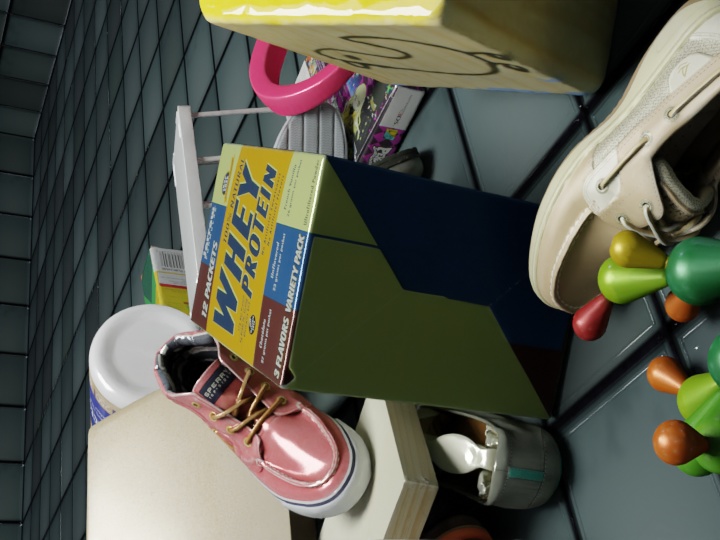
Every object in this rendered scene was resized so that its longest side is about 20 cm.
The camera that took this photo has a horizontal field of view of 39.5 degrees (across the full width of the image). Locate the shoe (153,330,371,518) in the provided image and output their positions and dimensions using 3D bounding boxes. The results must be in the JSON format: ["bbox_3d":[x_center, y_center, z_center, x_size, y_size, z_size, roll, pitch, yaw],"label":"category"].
[{"bbox_3d":[-0.079,0.106,0.722,0.072,0.091,0.199,-54,37,-9],"label":"shoe"}]

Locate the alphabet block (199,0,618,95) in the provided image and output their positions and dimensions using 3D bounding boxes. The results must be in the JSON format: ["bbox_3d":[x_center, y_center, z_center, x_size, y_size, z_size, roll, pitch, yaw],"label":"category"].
[{"bbox_3d":[0.043,-0.227,0.620,0.193,0.198,0.200,10,93,38],"label":"alphabet block"}]

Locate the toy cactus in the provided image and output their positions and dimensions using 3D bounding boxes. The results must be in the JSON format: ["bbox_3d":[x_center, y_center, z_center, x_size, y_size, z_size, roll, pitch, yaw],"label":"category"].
[{"bbox_3d":[0.182,0.019,0.466,0.167,0.101,0.200,-62,25,15],"label":"toy cactus"}]

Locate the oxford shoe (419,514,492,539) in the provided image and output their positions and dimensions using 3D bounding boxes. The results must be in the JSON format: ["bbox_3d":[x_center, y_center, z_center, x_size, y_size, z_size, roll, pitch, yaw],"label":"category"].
[{"bbox_3d":[0.032,0.218,0.736,0.201,0.070,0.073,124,146,-44],"label":"oxford shoe"}]

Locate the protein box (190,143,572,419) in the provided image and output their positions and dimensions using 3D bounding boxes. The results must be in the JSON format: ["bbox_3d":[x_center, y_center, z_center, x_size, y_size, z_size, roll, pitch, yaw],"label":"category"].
[{"bbox_3d":[0.011,0.001,0.691,0.199,0.195,0.137,19,98,64],"label":"protein box"}]

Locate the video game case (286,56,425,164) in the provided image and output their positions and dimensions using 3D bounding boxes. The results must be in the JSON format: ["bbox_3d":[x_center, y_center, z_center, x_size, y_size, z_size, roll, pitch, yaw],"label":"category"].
[{"bbox_3d":[-0.014,-0.162,0.976,0.183,0.035,0.202,-62,32,37],"label":"video game case"}]

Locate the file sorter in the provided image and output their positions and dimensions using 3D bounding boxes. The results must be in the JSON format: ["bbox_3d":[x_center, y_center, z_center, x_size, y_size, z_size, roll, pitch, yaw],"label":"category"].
[{"bbox_3d":[-0.118,-0.047,1.015,0.139,0.122,0.204,126,137,-70],"label":"file sorter"}]

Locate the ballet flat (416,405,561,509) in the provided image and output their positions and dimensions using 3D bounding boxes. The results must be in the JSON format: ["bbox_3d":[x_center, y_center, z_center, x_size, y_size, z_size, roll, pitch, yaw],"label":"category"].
[{"bbox_3d":[0.063,0.122,0.705,0.199,0.063,0.069,-3,80,65],"label":"ballet flat"}]

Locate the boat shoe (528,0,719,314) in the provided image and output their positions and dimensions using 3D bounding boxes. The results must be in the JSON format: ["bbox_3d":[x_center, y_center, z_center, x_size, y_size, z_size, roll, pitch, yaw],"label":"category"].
[{"bbox_3d":[0.159,-0.048,0.546,0.202,0.071,0.065,-61,32,28],"label":"boat shoe"}]

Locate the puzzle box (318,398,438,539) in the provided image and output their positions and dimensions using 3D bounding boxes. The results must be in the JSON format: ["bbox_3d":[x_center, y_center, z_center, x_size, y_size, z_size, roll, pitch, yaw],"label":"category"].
[{"bbox_3d":[0.002,0.189,0.707,0.134,0.025,0.203,-106,31,-63],"label":"puzzle box"}]

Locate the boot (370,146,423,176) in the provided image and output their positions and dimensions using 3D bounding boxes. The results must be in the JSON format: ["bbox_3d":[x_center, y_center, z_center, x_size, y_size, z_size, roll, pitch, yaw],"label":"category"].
[{"bbox_3d":[0.000,0.000,0.851,0.131,0.199,0.068,52,178,2],"label":"boot"}]

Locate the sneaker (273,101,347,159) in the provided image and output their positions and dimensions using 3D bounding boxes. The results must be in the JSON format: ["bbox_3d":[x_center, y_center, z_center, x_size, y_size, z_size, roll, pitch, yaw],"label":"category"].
[{"bbox_3d":[-0.056,-0.052,0.918,0.071,0.072,0.204,144,136,-78],"label":"sneaker"}]

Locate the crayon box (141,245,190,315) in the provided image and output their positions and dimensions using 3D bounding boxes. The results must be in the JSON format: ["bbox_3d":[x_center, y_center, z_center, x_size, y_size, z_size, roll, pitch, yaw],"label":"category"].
[{"bbox_3d":[-0.178,0.060,1.156,0.051,0.125,0.201,-65,30,32],"label":"crayon box"}]

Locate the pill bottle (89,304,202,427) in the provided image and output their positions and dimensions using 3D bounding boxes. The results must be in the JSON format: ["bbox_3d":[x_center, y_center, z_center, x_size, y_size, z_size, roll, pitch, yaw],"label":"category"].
[{"bbox_3d":[-0.212,0.135,1.002,0.201,0.114,0.117,107,156,-50],"label":"pill bottle"}]

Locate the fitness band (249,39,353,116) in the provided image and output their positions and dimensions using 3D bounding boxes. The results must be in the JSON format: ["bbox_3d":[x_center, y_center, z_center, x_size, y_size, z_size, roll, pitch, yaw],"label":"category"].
[{"bbox_3d":[-0.030,-0.229,0.923,0.142,0.037,0.203,-6,56,37],"label":"fitness band"}]

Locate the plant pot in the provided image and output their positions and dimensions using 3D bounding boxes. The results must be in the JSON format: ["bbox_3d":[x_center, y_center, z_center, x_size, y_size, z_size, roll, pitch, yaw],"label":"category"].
[{"bbox_3d":[-0.136,0.209,0.881,0.201,0.174,0.203,81,180,-59],"label":"plant pot"}]
